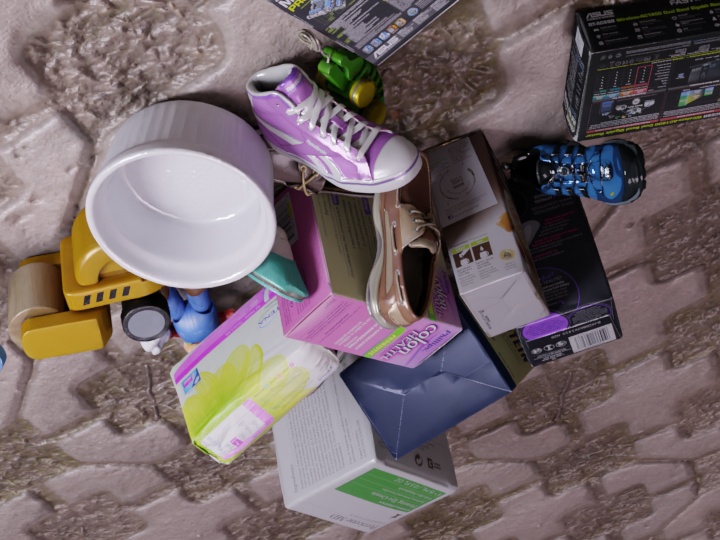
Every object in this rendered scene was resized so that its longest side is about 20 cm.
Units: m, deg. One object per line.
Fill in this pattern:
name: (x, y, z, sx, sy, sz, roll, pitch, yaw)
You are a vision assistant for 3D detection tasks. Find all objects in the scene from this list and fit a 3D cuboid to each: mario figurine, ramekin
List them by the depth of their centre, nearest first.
ramekin: (-0.184, -0.084, 1.478, 0.198, 0.098, 0.201, 2, 137, 2)
mario figurine: (-0.194, 0.082, 1.750, 0.123, 0.107, 0.200, 11, 149, 29)

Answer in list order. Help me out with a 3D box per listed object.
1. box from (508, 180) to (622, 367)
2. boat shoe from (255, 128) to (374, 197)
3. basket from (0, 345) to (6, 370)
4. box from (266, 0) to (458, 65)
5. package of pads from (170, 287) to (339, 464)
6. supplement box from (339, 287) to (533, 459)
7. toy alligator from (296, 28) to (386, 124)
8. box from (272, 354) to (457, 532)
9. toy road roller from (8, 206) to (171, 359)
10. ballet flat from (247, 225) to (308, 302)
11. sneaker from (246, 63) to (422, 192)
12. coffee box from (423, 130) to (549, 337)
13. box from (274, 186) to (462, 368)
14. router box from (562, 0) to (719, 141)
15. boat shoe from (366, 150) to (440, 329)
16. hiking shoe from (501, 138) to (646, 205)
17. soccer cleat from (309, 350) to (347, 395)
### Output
box: (0.226, -0.007, 1.677, 0.121, 0.201, 0.106, -17, 147, 8)
boat shoe: (-0.044, -0.116, 1.550, 0.198, 0.060, 0.072, 3, 144, -23)
basket: (-0.520, 0.068, 1.573, 0.175, 0.139, 0.201, -25, 115, 18)
box: (0.029, -0.296, 1.320, 0.200, 0.045, 0.160, -36, 140, 31)
package of pads: (-0.129, 0.118, 1.669, 0.200, 0.155, 0.068, -42, 126, 9)
supplement box: (0.118, 0.111, 1.795, 0.199, 0.135, 0.200, -34, 179, 30)
toy alligator: (-0.011, -0.205, 1.434, 0.054, 0.059, 0.200, -53, 150, -12)
box: (0.000, 0.234, 1.964, 0.171, 0.201, 0.198, -30, 145, 28)
toy road roller: (-0.312, 0.000, 1.588, 0.198, 0.123, 0.147, -12, 134, -5)
ballet flat: (-0.123, -0.028, 1.566, 0.067, 0.199, 0.071, 23, 91, -48)
sneaker: (-0.035, -0.149, 1.415, 0.199, 0.073, 0.115, 19, 154, 28)
coffee box: (0.142, -0.043, 1.594, 0.079, 0.201, 0.114, -21, 147, 11)
box: (0.000, 0.000, 1.633, 0.199, 0.177, 0.097, 15, 138, -36)
router box: (0.326, -0.223, 1.512, 0.198, 0.063, 0.150, -10, 147, -5)
boat shoe: (0.058, -0.035, 1.526, 0.075, 0.202, 0.072, 7, 174, -39)
hiking shoe: (0.242, -0.106, 1.559, 0.086, 0.075, 0.200, -11, -171, -22)
soccer cleat: (-0.029, 0.074, 1.741, 0.068, 0.200, 0.085, 38, 158, 0)
